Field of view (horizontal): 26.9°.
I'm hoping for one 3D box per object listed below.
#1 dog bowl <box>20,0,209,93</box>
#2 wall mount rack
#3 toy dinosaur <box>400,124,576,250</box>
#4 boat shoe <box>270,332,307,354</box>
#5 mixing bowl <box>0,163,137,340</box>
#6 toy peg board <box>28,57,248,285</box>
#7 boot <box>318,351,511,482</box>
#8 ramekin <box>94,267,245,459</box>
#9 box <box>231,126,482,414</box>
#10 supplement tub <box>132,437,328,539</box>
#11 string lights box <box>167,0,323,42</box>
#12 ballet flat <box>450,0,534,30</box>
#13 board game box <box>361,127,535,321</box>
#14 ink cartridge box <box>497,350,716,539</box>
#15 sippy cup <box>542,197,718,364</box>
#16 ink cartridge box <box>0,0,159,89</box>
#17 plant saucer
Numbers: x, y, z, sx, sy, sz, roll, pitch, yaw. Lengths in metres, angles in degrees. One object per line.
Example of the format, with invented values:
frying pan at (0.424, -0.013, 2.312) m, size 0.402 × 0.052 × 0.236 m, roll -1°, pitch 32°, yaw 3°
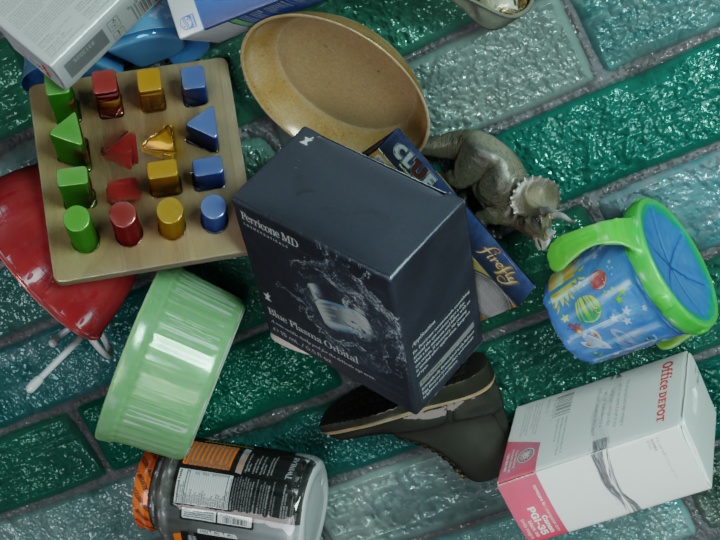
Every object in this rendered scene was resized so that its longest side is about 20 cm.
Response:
dog bowl at (-0.244, -0.223, 1.476) m, size 0.198 × 0.111 × 0.050 m, roll -16°, pitch 77°, yaw 22°
wall mount rack at (-0.347, 0.037, 1.591) m, size 0.074 × 0.174 × 0.201 m, roll -34°, pitch 103°, yaw 3°
toy dinosaur at (0.125, -0.088, 1.461) m, size 0.200 × 0.077 × 0.103 m, roll 50°, pitch 123°, yaw 19°
boat shoe at (0.006, 0.059, 1.562) m, size 0.198 × 0.072 × 0.060 m, roll 9°, pitch 112°, yaw 7°
mixing bowl at (-0.292, -0.039, 1.546) m, size 0.108 × 0.200 × 0.201 m, roll -38°, pitch 102°, yaw 6°
toy peg board at (-0.210, -0.107, 1.434) m, size 0.197 × 0.098 × 0.202 m, roll -9°, pitch 78°, yaw -6°
boot at (0.068, 0.181, 1.603) m, size 0.198 × 0.078 × 0.139 m, roll -16°, pitch 115°, yaw 23°
ramekin at (-0.194, 0.098, 1.569) m, size 0.097 × 0.201 × 0.201 m, roll 22°, pitch 119°, yaw -3°
box at (0.000, 0.000, 1.431) m, size 0.196 × 0.117 × 0.201 m, roll 27°, pitch 147°, yaw 31°
supplement tub at (-0.143, 0.253, 1.666) m, size 0.198 × 0.123 × 0.124 m, roll 7°, pitch 117°, yaw 13°
string lights box at (-0.070, -0.271, 1.387) m, size 0.198 × 0.103 × 0.060 m, roll -19°, pitch 91°, yaw 16°
ballet flat at (0.079, -0.277, 1.333) m, size 0.199 × 0.068 × 0.063 m, roll 24°, pitch 154°, yaw -38°
board game box at (0.063, -0.034, 1.462) m, size 0.200 × 0.035 × 0.135 m, roll 49°, pitch 152°, yaw -8°
ink cartridge box at (0.249, 0.176, 1.503) m, size 0.198 × 0.147 × 0.083 m, roll -21°, pitch 109°, yaw 24°
sippy cup at (0.250, 0.020, 1.435) m, size 0.130 × 0.140 × 0.178 m, roll -31°, pitch 101°, yaw 29°
ink cartridge box at (-0.288, -0.284, 1.422) m, size 0.162 × 0.050 × 0.200 m, roll -46°, pitch 60°, yaw -9°
plant saucer at (-0.019, -0.179, 1.434) m, size 0.198 × 0.036 × 0.201 m, roll 21°, pitch 149°, yaw 13°
